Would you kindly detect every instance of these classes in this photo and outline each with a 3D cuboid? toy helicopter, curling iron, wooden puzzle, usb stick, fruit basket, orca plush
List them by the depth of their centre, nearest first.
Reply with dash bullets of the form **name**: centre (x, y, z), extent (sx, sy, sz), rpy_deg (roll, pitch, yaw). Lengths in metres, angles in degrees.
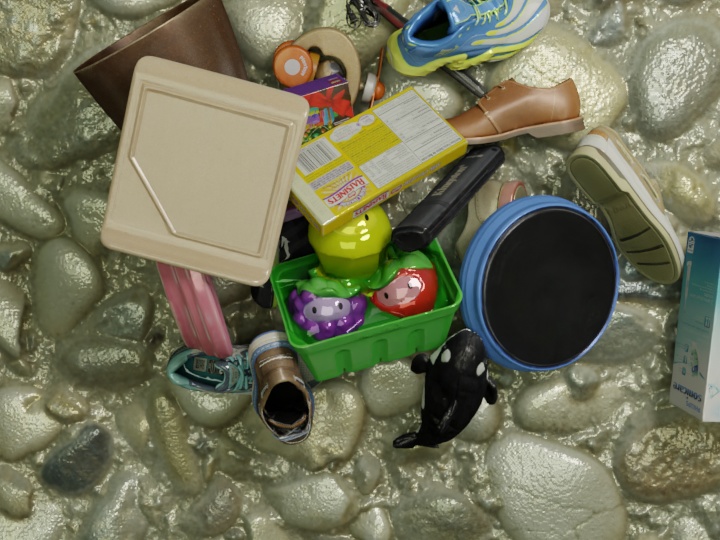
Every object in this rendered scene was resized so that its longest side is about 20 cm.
- **wooden puzzle**: centre (-0.162, -0.102, 1.173), extent (0.182, 0.037, 0.203), rpy_deg (14, 96, -3)
- **usb stick**: centre (0.100, -0.083, 1.252), extent (0.055, 0.200, 0.033), rpy_deg (-14, 113, 43)
- **fruit basket**: centre (0.000, 0.000, 1.259), extent (0.212, 0.157, 0.218), rpy_deg (-11, 134, -11)
- **orca plush**: centre (0.086, 0.157, 1.289), extent (0.105, 0.071, 0.200), rpy_deg (36, 132, -4)
- **curling iron**: centre (0.063, -0.260, 1.313), extent (0.199, 0.026, 0.050), rpy_deg (35, 78, 1)
- **toy helicopter**: centre (-0.025, -0.183, 1.322), extent (0.130, 0.079, 0.203), rpy_deg (-11, 106, -1)

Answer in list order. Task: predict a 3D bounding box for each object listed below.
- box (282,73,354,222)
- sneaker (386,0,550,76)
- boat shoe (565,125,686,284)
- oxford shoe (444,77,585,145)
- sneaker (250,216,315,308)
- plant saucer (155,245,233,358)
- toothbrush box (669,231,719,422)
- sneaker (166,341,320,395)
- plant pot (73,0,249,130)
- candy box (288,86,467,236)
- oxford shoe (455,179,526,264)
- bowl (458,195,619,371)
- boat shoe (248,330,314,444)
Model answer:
- **box**: centre (-0.097, -0.122, 1.253), extent (0.197, 0.039, 0.139), rpy_deg (-20, 120, -16)
- **sneaker**: centre (0.127, -0.270, 1.251), extent (0.197, 0.105, 0.077), rpy_deg (-23, 87, -6)
- **boat shoe**: centre (0.313, -0.076, 1.280), extent (0.201, 0.074, 0.069), rpy_deg (52, 56, -20)
- **oxford shoe**: centre (0.154, -0.180, 1.291), extent (0.197, 0.071, 0.072), rpy_deg (-10, 101, -3)
- **sneaker**: centre (-0.082, -0.049, 1.347), extent (0.081, 0.072, 0.204), rpy_deg (4, 99, -18)
- **plant saucer**: centre (-0.197, 0.007, 1.285), extent (0.050, 0.200, 0.203), rpy_deg (-19, 94, -6)
- **toothbrush box**: centre (0.437, 0.064, 1.262), extent (0.144, 0.085, 0.204), rpy_deg (4, 98, -12)
- **sneaker**: centre (-0.138, 0.123, 1.351), extent (0.196, 0.086, 0.079), rpy_deg (-2, 96, 6)
- **plant pot**: centre (-0.194, -0.185, 1.289), extent (0.185, 0.187, 0.202), rpy_deg (-27, 108, 9)
- **candy box**: centre (0.009, -0.121, 1.219), extent (0.198, 0.027, 0.102), rpy_deg (-31, 64, -22)
- **oxford shoe**: centre (0.148, -0.007, 1.323), extent (0.073, 0.071, 0.204), rpy_deg (9, 96, 27)
- **bowl**: centre (0.206, 0.017, 1.278), extent (0.198, 0.039, 0.204), rpy_deg (-4, 99, -22)
- **boat shoe**: centre (-0.090, 0.156, 1.303), extent (0.071, 0.201, 0.073), rpy_deg (-16, 52, -2)
